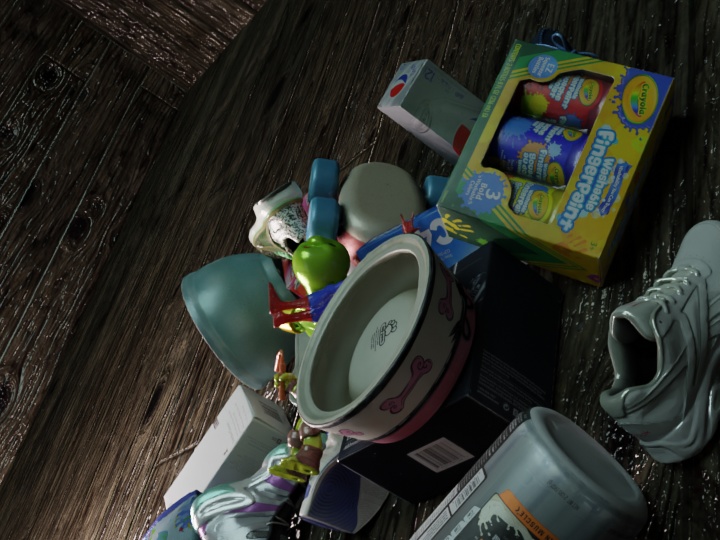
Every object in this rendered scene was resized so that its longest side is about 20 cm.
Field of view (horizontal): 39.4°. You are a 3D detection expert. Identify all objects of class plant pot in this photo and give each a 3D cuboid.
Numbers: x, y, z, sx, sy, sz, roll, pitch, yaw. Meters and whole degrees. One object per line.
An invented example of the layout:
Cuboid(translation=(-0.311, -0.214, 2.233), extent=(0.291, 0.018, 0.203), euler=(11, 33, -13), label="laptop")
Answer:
Cuboid(translation=(-0.149, 0.053, 1.476), extent=(0.134, 0.201, 0.201), euler=(-35, 26, 8), label="plant pot")

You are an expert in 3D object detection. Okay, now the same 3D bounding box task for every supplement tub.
Cuboid(translation=(0.112, 0.214, 0.769), extent=(0.200, 0.122, 0.123), euler=(-53, 22, 14), label="supplement tub")

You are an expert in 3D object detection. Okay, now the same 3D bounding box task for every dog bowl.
Cuboid(translation=(0.027, 0.069, 0.931), extent=(0.200, 0.074, 0.201), euler=(-46, 24, 27), label="dog bowl")

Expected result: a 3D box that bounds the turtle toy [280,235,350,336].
Cuboid(translation=(-0.020, 0.044, 1.192), extent=(0.145, 0.200, 0.101), euler=(9, 59, 41), label="turtle toy")

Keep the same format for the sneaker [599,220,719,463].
Cuboid(translation=(0.239, 0.037, 0.764), extent=(0.078, 0.099, 0.201), euler=(-19, 43, 57), label="sneaker")

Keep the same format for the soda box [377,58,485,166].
Cuboid(translation=(0.120, -0.156, 1.142), extent=(0.064, 0.199, 0.068), euler=(-59, 23, -6), label="soda box")

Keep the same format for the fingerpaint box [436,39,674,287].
Cuboid(translation=(0.192, -0.109, 0.977), extent=(0.166, 0.073, 0.201), euler=(20, 74, 23), label="fingerpaint box")

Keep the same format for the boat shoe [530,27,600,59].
Cuboid(translation=(0.241, -0.216, 1.143), extent=(0.069, 0.084, 0.201), euler=(117, 153, -44), label="boat shoe")

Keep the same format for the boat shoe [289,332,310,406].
Cuboid(translation=(-0.047, 0.112, 1.328), extent=(0.075, 0.060, 0.201), euler=(-15, 41, 31), label="boat shoe")

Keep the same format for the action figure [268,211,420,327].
Cuboid(translation=(0.000, 0.000, 1.091), extent=(0.065, 0.198, 0.100), euler=(88, 177, -66), label="action figure")

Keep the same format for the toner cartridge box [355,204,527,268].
Cuboid(translation=(0.097, -0.024, 1.106), extent=(0.199, 0.095, 0.043), euler=(-27, 8, 36), label="toner cartridge box")

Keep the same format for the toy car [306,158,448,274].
Cuboid(translation=(0.015, -0.019, 1.293), extent=(0.177, 0.183, 0.201), euler=(-92, 11, -54), label="toy car")

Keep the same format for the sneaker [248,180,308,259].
Cuboid(translation=(-0.098, -0.039, 1.333), extent=(0.077, 0.089, 0.200), euler=(-27, -14, -11), label="sneaker")

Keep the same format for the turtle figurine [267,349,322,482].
Cuboid(translation=(-0.054, 0.145, 1.092), extent=(0.200, 0.064, 0.162), euler=(-24, 45, 54), label="turtle figurine")

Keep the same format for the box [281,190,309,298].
Cuboid(translation=(-0.051, -0.026, 1.472), extent=(0.096, 0.099, 0.200), euler=(-51, 22, 16), label="box")

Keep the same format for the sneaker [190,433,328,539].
Cuboid(translation=(-0.091, 0.291, 1.177), extent=(0.199, 0.078, 0.140), euler=(-33, 51, 1), label="sneaker")

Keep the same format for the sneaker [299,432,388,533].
Cuboid(translation=(-0.007, 0.194, 1.127), extent=(0.201, 0.080, 0.115), euler=(-66, 13, -17), label="sneaker")

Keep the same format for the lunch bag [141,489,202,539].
Cuboid(translation=(-0.237, 0.406, 1.251), extent=(0.200, 0.127, 0.171), euler=(-37, 28, 22), label="lunch bag")

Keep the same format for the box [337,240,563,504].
Cuboid(translation=(0.089, 0.104, 0.991), extent=(0.200, 0.104, 0.183), euler=(-35, 29, 43), label="box")

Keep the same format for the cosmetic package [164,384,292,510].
Cuboid(translation=(-0.178, 0.272, 1.367), extent=(0.201, 0.081, 0.113), euler=(-55, 24, 4), label="cosmetic package")
